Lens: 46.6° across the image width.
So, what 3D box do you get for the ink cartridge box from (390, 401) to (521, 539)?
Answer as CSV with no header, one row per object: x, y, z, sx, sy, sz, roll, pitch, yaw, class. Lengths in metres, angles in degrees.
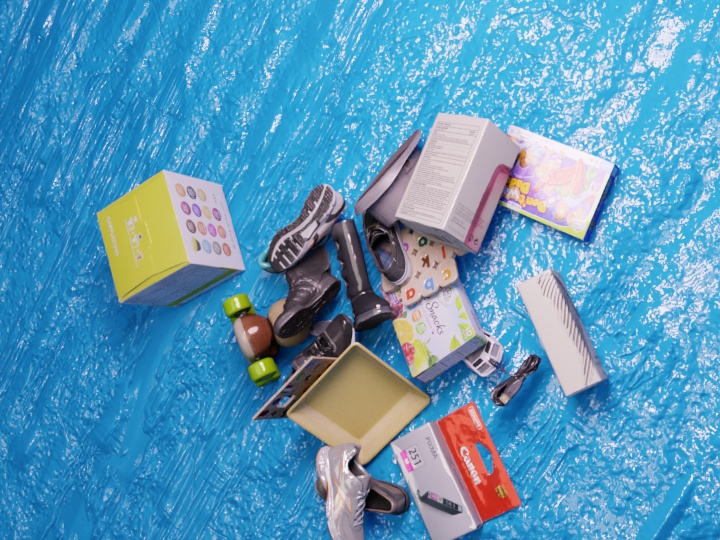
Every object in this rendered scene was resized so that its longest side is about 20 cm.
0.168,0.364,1.497,0.172,0.043,0.203,-32,72,23,ink cartridge box

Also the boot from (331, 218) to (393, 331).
0.000,0.000,1.556,0.064,0.165,0.205,-7,79,-17,boot

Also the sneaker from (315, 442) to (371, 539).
-0.016,0.410,1.506,0.090,0.075,0.205,-21,76,22,sneaker

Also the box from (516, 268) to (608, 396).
0.339,0.104,1.405,0.067,0.082,0.204,-28,76,21,box

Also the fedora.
0.075,-0.154,1.530,0.090,0.201,0.177,41,137,-7,fedora

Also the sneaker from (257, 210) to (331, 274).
-0.126,-0.066,1.659,0.200,0.079,0.078,-47,68,16,sneaker

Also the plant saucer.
-0.005,0.239,1.544,0.199,0.049,0.200,38,107,-22,plant saucer

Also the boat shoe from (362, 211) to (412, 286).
0.041,-0.058,1.547,0.068,0.056,0.202,-40,45,17,boat shoe

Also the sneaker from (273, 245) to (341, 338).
-0.114,0.039,1.596,0.103,0.061,0.199,34,61,30,sneaker

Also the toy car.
-0.149,0.110,1.653,0.196,0.158,0.167,-23,78,-6,toy car

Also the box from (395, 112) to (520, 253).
0.167,-0.151,1.437,0.127,0.108,0.204,19,83,49,box

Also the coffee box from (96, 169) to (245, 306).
-0.391,-0.059,1.729,0.197,0.197,0.204,-25,75,23,coffee box

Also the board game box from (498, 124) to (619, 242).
0.327,-0.152,1.449,0.197,0.045,0.137,26,98,26,board game box

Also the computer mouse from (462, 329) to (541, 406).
0.218,0.144,1.474,0.199,0.044,0.111,41,100,36,computer mouse

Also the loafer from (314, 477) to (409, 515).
-0.006,0.416,1.570,0.196,0.063,0.074,4,88,27,loafer

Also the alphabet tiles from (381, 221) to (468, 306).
0.117,-0.039,1.518,0.198,0.015,0.199,-29,49,28,alphabet tiles

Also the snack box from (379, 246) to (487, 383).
0.127,0.077,1.500,0.141,0.053,0.203,-35,53,20,snack box

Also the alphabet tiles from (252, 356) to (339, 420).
-0.092,0.219,1.553,0.167,0.199,0.008,-46,65,15,alphabet tiles

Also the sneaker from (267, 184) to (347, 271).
-0.098,-0.071,1.595,0.200,0.079,0.074,-47,63,17,sneaker

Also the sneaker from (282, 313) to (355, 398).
-0.081,0.171,1.586,0.076,0.086,0.203,48,121,36,sneaker
